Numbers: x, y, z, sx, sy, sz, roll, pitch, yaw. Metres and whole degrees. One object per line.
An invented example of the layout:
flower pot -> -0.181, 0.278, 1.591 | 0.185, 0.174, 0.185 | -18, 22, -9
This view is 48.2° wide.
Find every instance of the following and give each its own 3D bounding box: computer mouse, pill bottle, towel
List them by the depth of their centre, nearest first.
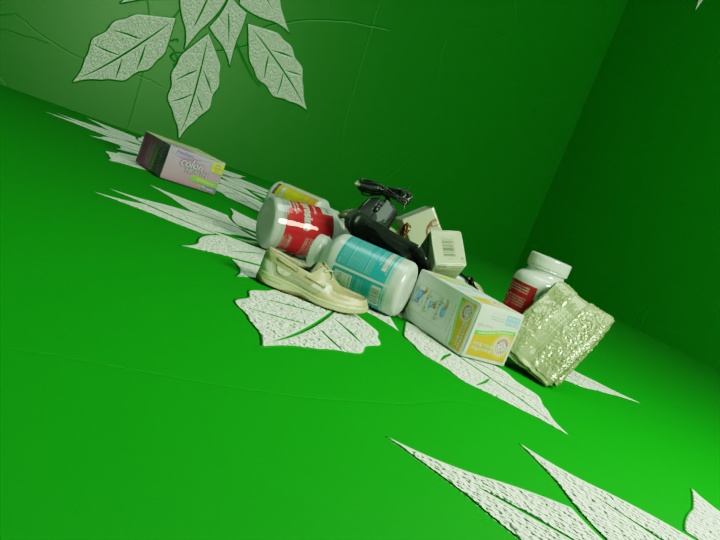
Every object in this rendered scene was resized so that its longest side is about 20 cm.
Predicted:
towel -> 0.360, 0.115, 1.490 | 0.148, 0.200, 0.037 | 39, -25, 29
pill bottle -> 0.000, 0.000, 1.528 | 0.199, 0.111, 0.111 | 25, 8, 15
pill bottle -> 0.348, 0.069, 1.630 | 0.112, 0.201, 0.112 | 21, 8, -3
pill bottle -> -0.116, -0.086, 1.740 | 0.199, 0.113, 0.112 | 11, 12, -29
computer mouse -> 0.020, -0.115, 1.811 | 0.138, 0.201, 0.053 | 19, -15, 18
pill bottle -> -0.161, -0.165, 2.240 | 0.199, 0.110, 0.109 | 24, 8, 17

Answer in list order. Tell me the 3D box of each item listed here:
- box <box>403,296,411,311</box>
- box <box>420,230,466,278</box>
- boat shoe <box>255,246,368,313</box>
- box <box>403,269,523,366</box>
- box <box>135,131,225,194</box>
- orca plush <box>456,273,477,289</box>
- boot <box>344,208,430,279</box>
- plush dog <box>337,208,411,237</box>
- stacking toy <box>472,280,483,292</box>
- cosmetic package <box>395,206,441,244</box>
box -> 0.165, 0.080, 1.665 | 0.200, 0.050, 0.075 | 16, 10, -36
box -> 0.150, -0.003, 1.673 | 0.068, 0.082, 0.200 | 2, -27, -15
boat shoe -> -0.074, 0.018, 1.366 | 0.199, 0.065, 0.072 | 21, 8, -8
box -> 0.188, 0.085, 1.495 | 0.112, 0.102, 0.200 | 17, 9, -32
box -> -0.515, -0.308, 2.298 | 0.176, 0.097, 0.200 | 16, 9, -39
orca plush -> 0.226, 0.036, 1.855 | 0.200, 0.105, 0.071 | 37, 47, 18
boot -> 0.072, -0.037, 1.649 | 0.200, 0.066, 0.165 | 30, -7, 40
plush dog -> 0.013, -0.084, 1.909 | 0.172, 0.161, 0.200 | 36, 13, 17
stacking toy -> 0.267, 0.066, 1.967 | 0.085, 0.086, 0.200 | 23, 4, 12
cosmetic package -> 0.164, -0.049, 1.965 | 0.087, 0.201, 0.103 | -22, 10, -5
